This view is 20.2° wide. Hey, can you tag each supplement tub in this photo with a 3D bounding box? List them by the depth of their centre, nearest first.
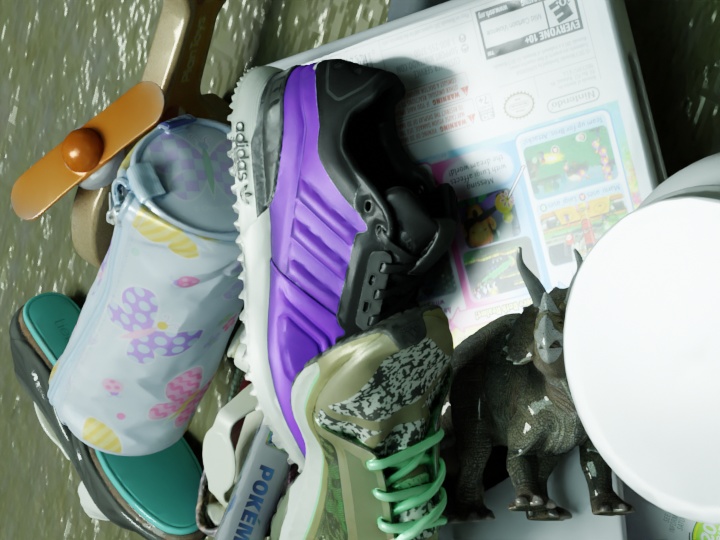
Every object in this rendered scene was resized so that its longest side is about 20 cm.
[{"bbox_3d":[0.185,0.017,0.810,0.144,0.199,0.146,10,106,39],"label":"supplement tub"}]

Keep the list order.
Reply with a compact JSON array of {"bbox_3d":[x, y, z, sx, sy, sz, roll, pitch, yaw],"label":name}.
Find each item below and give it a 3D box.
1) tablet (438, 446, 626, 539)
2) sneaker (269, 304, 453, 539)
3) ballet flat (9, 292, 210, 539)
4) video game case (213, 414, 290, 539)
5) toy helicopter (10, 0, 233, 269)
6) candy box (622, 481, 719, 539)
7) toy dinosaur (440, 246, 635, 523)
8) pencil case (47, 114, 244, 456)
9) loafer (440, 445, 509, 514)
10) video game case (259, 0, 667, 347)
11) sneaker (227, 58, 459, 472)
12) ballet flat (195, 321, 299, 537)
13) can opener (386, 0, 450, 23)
[{"bbox_3d":[0.076,0.182,0.903,0.130,0.014,0.202,-37,42,43],"label":"tablet"},{"bbox_3d":[0.018,0.094,0.871,0.089,0.076,0.201,52,152,30],"label":"sneaker"},{"bbox_3d":[-0.150,0.101,1.208,0.200,0.068,0.069,54,138,31],"label":"ballet flat"},{"bbox_3d":[-0.075,0.169,1.011,0.022,0.183,0.201,21,136,-1],"label":"video game case"},{"bbox_3d":[-0.112,-0.089,1.085,0.079,0.132,0.201,34,119,30],"label":"toy helicopter"},{"bbox_3d":[0.185,0.178,0.929,0.199,0.071,0.169,23,115,35],"label":"candy box"},{"bbox_3d":[0.073,0.058,0.896,0.200,0.076,0.103,151,121,-69],"label":"toy dinosaur"},{"bbox_3d":[-0.105,0.013,1.062,0.083,0.090,0.201,51,141,22],"label":"pencil case"},{"bbox_3d":[0.072,0.041,0.993,0.071,0.073,0.202,-2,98,42],"label":"loafer"},{"bbox_3d":[0.050,-0.033,0.952,0.199,0.024,0.184,-15,88,32],"label":"video game case"},{"bbox_3d":[0.000,0.000,0.932,0.099,0.069,0.202,-7,93,30],"label":"sneaker"},{"bbox_3d":[-0.048,0.065,1.103,0.069,0.071,0.201,32,118,31],"label":"ballet flat"},{"bbox_3d":[0.018,-0.057,1.023,0.053,0.067,0.202,20,105,35],"label":"can opener"}]
